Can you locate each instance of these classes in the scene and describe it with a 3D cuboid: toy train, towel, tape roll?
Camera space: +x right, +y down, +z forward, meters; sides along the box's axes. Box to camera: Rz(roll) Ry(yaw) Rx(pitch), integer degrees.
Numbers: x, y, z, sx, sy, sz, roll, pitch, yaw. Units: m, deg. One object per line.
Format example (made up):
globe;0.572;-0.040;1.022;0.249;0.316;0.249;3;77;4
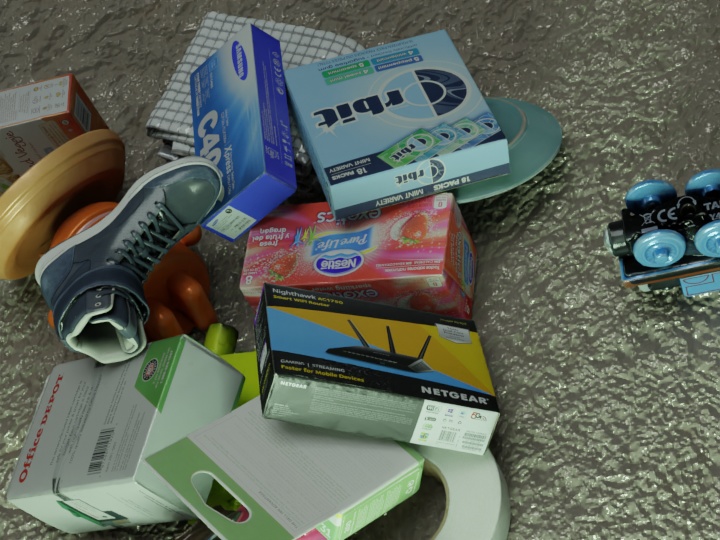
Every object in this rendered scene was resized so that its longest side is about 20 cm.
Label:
toy train;0.316;-0.030;1.629;0.199;0.114;0.087;-13;50;12
towel;-0.101;-0.166;1.909;0.199;0.086;0.166;12;63;26
tape roll;0.030;0.212;1.619;0.202;0.037;0.203;-11;53;15

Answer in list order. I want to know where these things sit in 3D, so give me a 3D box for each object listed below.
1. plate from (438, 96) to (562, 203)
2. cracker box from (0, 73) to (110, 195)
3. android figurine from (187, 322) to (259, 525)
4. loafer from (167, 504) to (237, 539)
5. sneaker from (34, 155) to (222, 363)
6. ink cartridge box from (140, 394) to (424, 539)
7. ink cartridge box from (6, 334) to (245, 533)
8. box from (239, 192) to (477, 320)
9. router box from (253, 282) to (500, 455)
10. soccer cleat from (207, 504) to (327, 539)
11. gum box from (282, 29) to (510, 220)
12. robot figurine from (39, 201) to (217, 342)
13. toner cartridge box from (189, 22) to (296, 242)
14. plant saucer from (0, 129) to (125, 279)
plate;0.095;-0.125;1.793;0.199;0.026;0.200;-10;33;6
cracker box;-0.365;-0.123;1.947;0.199;0.134;0.058;-12;53;14
android figurine;-0.118;0.139;1.711;0.182;0.041;0.201;-9;56;27
loafer;-0.187;0.269;1.627;0.200;0.073;0.071;-41;65;-4
sneaker;-0.195;-0.004;1.672;0.202;0.077;0.146;-38;36;7
ink cartridge box;-0.065;0.172;1.566;0.200;0.048;0.145;-29;54;-35
ink cartridge box;-0.214;0.151;1.680;0.200;0.084;0.146;-14;50;46
box;0.000;0.000;1.740;0.199;0.103;0.095;-3;55;18
router box;0.010;0.084;1.616;0.199;0.051;0.149;11;29;-13
soccer cleat;-0.096;0.247;1.586;0.200;0.086;0.070;-30;54;-27
gum box;0.030;-0.142;1.758;0.169;0.045;0.200;-15;41;-6
robot figurine;-0.225;0.005;1.816;0.200;0.116;0.144;33;108;35
toner cartridge box;-0.115;-0.134;1.783;0.095;0.043;0.200;-36;43;30
plant saucer;-0.306;-0.058;1.854;0.200;0.200;0.037;-42;80;-10
